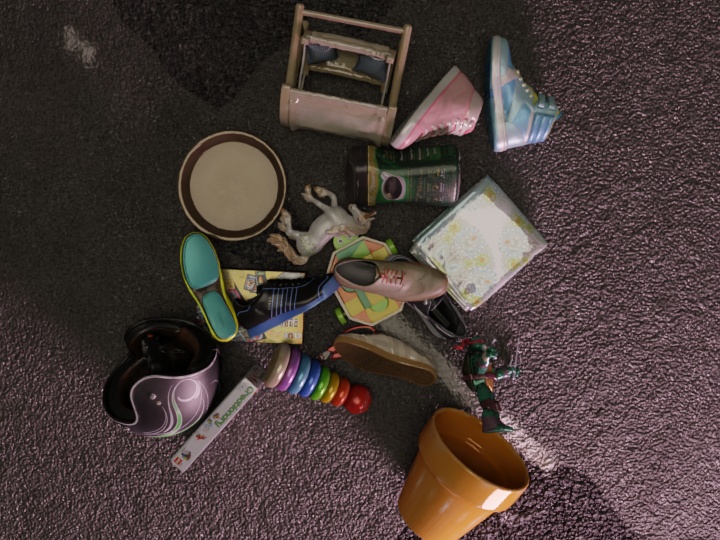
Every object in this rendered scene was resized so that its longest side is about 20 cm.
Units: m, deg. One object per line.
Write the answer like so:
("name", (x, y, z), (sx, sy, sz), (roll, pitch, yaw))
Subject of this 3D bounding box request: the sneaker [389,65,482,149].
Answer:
("sneaker", (0.144, -0.261, 1.288), (0.105, 0.075, 0.200), (44, 66, -8))

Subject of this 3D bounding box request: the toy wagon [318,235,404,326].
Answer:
("toy wagon", (0.000, 0.000, 1.348), (0.155, 0.040, 0.200), (-28, 94, 2))

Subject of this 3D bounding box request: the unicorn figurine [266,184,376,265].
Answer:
("unicorn figurine", (-0.065, -0.087, 1.319), (0.200, 0.074, 0.137), (-46, 77, 23))

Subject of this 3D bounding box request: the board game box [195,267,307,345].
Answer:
("board game box", (-0.202, 0.064, 1.358), (0.199, 0.035, 0.136), (3, 94, 0))

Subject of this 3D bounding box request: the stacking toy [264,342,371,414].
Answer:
("stacking toy", (-0.070, 0.205, 1.343), (0.199, 0.085, 0.086), (24, 94, -14))

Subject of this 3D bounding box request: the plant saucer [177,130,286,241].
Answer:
("plant saucer", (-0.233, -0.154, 1.345), (0.199, 0.029, 0.201), (0, 94, 0))

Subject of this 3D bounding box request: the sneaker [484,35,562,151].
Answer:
("sneaker", (0.289, -0.317, 1.305), (0.130, 0.080, 0.201), (-5, 104, 3))

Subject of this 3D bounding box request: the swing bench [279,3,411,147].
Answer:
("swing bench", (-0.028, -0.332, 1.280), (0.198, 0.130, 0.201), (10, 95, -1))

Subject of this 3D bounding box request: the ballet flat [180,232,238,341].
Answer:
("ballet flat", (-0.271, 0.031, 1.305), (0.067, 0.067, 0.201), (-20, 94, -14))

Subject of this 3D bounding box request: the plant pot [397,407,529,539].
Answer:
("plant pot", (0.165, 0.380, 1.310), (0.200, 0.200, 0.184), (32, 109, -2))

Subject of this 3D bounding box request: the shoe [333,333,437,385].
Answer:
("shoe", (0.047, 0.155, 1.349), (0.199, 0.053, 0.070), (20, 137, -5))

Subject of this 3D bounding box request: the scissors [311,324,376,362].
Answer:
("scissors", (-0.064, 0.152, 1.375), (0.199, 0.014, 0.073), (-12, 96, 2))

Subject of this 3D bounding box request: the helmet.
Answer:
("helmet", (-0.345, 0.197, 1.293), (0.199, 0.200, 0.191), (21, 126, -1))

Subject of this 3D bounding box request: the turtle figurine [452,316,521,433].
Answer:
("turtle figurine", (0.233, 0.190, 1.325), (0.100, 0.150, 0.201), (-14, 74, 33))

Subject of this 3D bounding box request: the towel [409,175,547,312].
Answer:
("towel", (0.212, -0.047, 1.341), (0.200, 0.048, 0.171), (-42, 96, 3))

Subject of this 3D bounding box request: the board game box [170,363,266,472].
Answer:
("board game box", (-0.252, 0.262, 1.327), (0.035, 0.126, 0.200), (42, 94, -2))

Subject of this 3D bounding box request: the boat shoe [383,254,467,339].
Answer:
("boat shoe", (0.118, 0.049, 1.310), (0.072, 0.068, 0.200), (-45, 109, -18))

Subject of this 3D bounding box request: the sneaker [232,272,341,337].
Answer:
("sneaker", (-0.131, 0.043, 1.303), (0.200, 0.070, 0.078), (-28, 98, 2))

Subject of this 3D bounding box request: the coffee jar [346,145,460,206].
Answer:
("coffee jar", (0.074, -0.168, 1.305), (0.199, 0.085, 0.105), (0, 129, 0))

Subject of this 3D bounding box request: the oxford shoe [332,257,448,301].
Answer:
("oxford shoe", (0.049, 0.016, 1.244), (0.199, 0.075, 0.071), (4, 89, 5))
